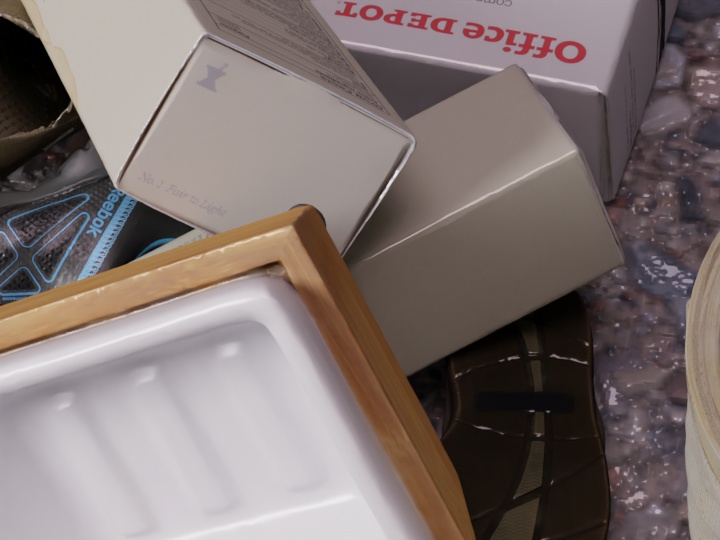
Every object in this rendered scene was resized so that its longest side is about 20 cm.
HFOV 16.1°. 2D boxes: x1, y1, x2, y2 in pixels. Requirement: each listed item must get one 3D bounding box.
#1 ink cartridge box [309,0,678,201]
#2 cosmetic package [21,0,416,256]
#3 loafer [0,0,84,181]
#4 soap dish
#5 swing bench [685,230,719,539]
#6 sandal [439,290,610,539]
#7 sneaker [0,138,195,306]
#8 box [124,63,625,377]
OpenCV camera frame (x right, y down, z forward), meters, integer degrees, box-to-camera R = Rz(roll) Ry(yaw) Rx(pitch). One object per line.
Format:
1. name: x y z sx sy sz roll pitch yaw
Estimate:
1. ink cartridge box: 0.070 -0.141 1.162 0.144 0.084 0.200 11 57 15
2. cosmetic package: -0.063 -0.085 1.037 0.073 0.103 0.200 -57 28 15
3. loafer: -0.144 -0.091 1.137 0.076 0.067 0.200 45 53 -10
4. soap dish: -0.069 0.066 0.959 0.200 0.157 0.081 -17 24 27
5. swing bench: 0.198 0.062 0.932 0.200 0.199 0.130 -27 56 -13
6. sandal: 0.058 0.081 1.030 0.082 0.055 0.200 2 40 2
7. sneaker: -0.145 0.007 1.091 0.200 0.073 0.082 -28 61 -10
8. box: 0.000 0.000 1.051 0.200 0.068 0.082 -26 37 0
